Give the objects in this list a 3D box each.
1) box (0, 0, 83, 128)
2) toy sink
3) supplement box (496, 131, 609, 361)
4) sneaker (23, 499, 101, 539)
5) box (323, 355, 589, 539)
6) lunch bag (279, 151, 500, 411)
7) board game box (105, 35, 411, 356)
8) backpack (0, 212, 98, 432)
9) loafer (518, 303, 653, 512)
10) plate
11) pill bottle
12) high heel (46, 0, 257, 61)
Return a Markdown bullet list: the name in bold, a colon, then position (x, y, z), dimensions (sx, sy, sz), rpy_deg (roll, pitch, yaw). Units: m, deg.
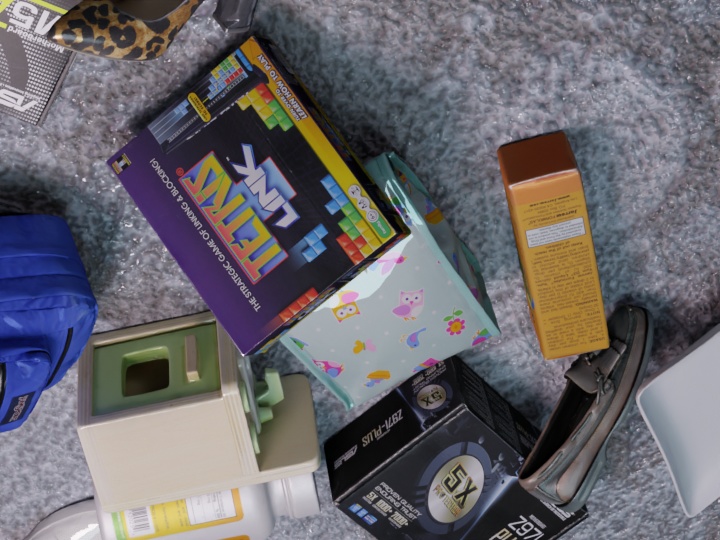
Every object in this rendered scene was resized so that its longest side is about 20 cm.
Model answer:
- **box**: position (-0.299, -0.229, 1.429), dimensions (0.199, 0.048, 0.194), rpy_deg (22, 117, -21)
- **toy sink**: position (-0.144, 0.115, 1.645), dimensions (0.198, 0.131, 0.113), rpy_deg (-10, 126, 0)
- **supplement box**: position (0.171, -0.018, 1.635), dimensions (0.068, 0.067, 0.201), rpy_deg (-15, 125, 3)
- **sneaker**: position (-0.305, 0.307, 1.768), dimensions (0.199, 0.116, 0.074), rpy_deg (-33, 122, 13)
- **box**: position (0.091, 0.200, 1.766), dimensions (0.163, 0.086, 0.200), rpy_deg (-37, 122, 17)
- **lunch bag**: position (0.000, 0.000, 1.591), dimensions (0.169, 0.122, 0.200), rpy_deg (-29, 130, 13)
- **board game box**: position (-0.083, -0.060, 1.500), dimensions (0.165, 0.057, 0.201), rpy_deg (-39, 82, 12)
- **backpack**: position (-0.318, 0.050, 1.531), dimensions (0.199, 0.169, 0.163), rpy_deg (-10, 154, -35)
- **loafer**: position (0.207, 0.120, 1.696), dimensions (0.063, 0.072, 0.201), rpy_deg (22, 88, -21)
- **plate**: position (0.352, 0.111, 1.736), dimensions (0.199, 0.032, 0.201), rpy_deg (-36, 133, -7)
- **pill bottle**: position (-0.141, 0.203, 1.718), dimensions (0.198, 0.111, 0.112), rpy_deg (-11, 126, -1)
- **high heel**: position (-0.145, -0.235, 1.398), dimensions (0.199, 0.071, 0.143), rpy_deg (-18, 141, -40)
